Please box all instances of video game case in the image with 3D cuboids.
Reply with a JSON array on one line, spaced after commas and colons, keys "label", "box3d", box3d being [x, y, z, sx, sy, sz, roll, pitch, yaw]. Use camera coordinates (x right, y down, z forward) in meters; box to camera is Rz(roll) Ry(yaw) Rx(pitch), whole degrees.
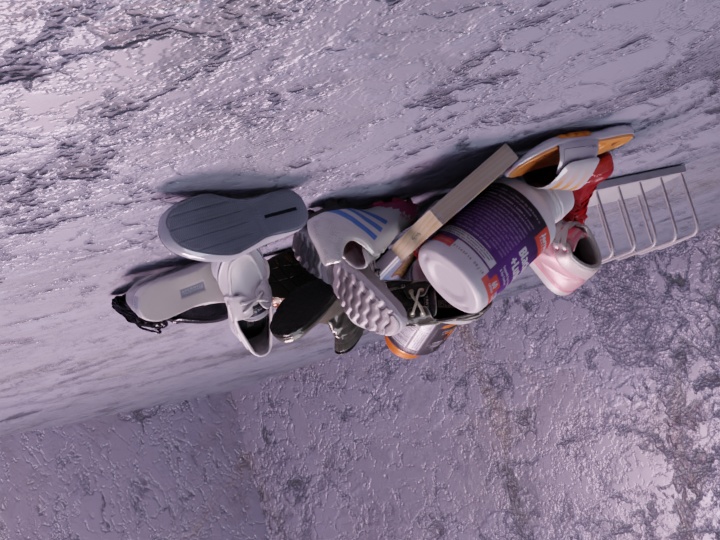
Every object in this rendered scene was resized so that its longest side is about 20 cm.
[{"label": "video game case", "box3d": [0.108, -0.039, 1.592, 0.182, 0.022, 0.200, -9, 150, -51]}]

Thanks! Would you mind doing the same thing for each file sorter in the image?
[{"label": "file sorter", "box3d": [0.455, -0.087, 1.845, 0.199, 0.125, 0.139, -13, 172, -25]}]

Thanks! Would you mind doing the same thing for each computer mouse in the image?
[{"label": "computer mouse", "box3d": [-0.241, 0.052, 1.529, 0.199, 0.053, 0.138, -17, -158, -32]}]

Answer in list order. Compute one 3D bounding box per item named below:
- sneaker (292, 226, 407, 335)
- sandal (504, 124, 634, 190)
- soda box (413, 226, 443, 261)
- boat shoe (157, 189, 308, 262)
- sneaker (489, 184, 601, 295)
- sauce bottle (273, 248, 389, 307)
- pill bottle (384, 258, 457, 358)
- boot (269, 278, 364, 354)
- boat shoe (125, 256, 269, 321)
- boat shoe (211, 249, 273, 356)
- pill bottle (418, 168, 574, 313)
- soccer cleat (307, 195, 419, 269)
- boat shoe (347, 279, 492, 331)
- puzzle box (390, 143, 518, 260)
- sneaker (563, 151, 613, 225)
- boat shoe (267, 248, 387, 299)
[{"label": "sneaker", "box3d": [0.000, 0.000, 1.405, 0.082, 0.200, 0.075, -26, 150, -33]}, {"label": "sandal", "box3d": [0.275, -0.135, 1.344, 0.206, 0.059, 0.079, -16, 166, -30]}, {"label": "soda box", "box3d": [0.164, -0.046, 1.538, 0.200, 0.064, 0.070, -13, 154, -45]}, {"label": "boat shoe", "box3d": [-0.142, -0.040, 1.147, 0.067, 0.074, 0.200, -27, 168, 41]}, {"label": "sneaker", "box3d": [0.249, -0.057, 1.476, 0.075, 0.200, 0.105, -49, -174, -31]}, {"label": "sauce bottle", "box3d": [-0.048, 0.004, 1.677, 0.199, 0.066, 0.066, -15, 172, 1]}, {"label": "pill bottle", "box3d": [0.097, 0.059, 1.615, 0.106, 0.107, 0.200, -13, 155, -24]}, {"label": "boot", "box3d": [-0.038, 0.068, 1.483, 0.067, 0.131, 0.200, 11, -139, 34]}, {"label": "boat shoe", "box3d": [-0.220, 0.019, 1.454, 0.199, 0.072, 0.068, -24, -155, -28]}, {"label": "boat shoe", "box3d": [-0.143, 0.036, 1.414, 0.073, 0.065, 0.200, -28, 143, -14]}, {"label": "pill bottle", "box3d": [0.179, -0.048, 1.384, 0.200, 0.112, 0.111, -42, 180, -18]}, {"label": "soccer cleat", "box3d": [0.009, -0.045, 1.376, 0.070, 0.087, 0.200, -23, 170, 41]}, {"label": "boat shoe", "box3d": [0.081, 0.042, 1.462, 0.199, 0.071, 0.064, -3, 171, -18]}, {"label": "puzzle box", "box3d": [0.114, -0.082, 1.356, 0.133, 0.025, 0.200, -42, 179, -16]}, {"label": "sneaker", "box3d": [0.309, -0.091, 1.507, 0.078, 0.116, 0.200, -32, -177, -20]}, {"label": "boat shoe", "box3d": [-0.058, -0.001, 1.594, 0.199, 0.076, 0.074, -14, 176, -13]}]
